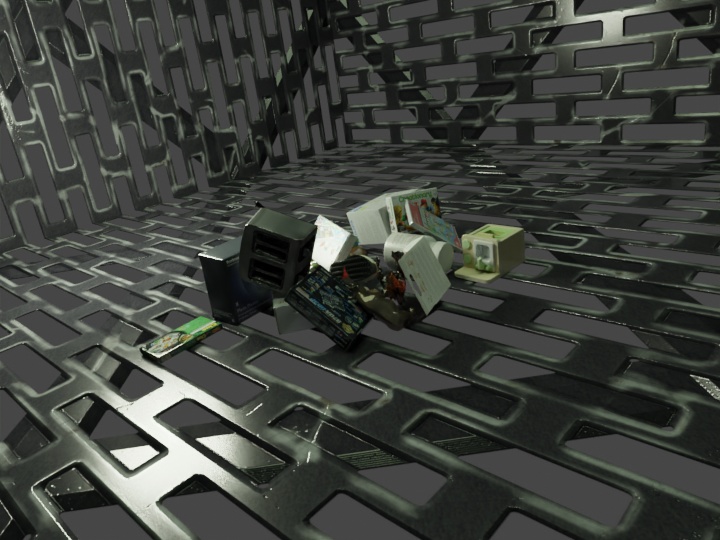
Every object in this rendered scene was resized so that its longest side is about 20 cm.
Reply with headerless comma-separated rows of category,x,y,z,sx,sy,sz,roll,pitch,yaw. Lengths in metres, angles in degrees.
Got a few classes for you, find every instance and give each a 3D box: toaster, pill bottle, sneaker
toaster,-0.224,-0.056,1.521,0.197,0.183,0.119,19,30,6
pill bottle,0.178,-0.051,1.757,0.198,0.116,0.114,10,27,39
sneaker,0.000,0.000,1.535,0.092,0.072,0.198,2,-8,-36

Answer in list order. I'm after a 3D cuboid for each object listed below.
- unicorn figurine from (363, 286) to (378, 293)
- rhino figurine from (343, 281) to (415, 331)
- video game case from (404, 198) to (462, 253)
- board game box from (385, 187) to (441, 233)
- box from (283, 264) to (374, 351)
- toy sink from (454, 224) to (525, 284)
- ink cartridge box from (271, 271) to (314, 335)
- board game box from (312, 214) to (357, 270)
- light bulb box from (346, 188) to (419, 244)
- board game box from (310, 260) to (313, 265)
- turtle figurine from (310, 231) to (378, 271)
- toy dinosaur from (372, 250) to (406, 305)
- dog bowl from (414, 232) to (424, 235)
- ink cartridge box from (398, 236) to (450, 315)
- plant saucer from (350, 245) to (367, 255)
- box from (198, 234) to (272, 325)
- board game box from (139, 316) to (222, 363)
unicorn figurine,-0.042,0.068,1.619,0.196,0.075,0.137,10,14,8
rhino figurine,0.041,0.082,1.447,0.198,0.060,0.087,33,28,5
video game case,0.229,-0.140,1.818,0.198,0.018,0.144,27,30,-21
board game box,0.179,-0.194,1.898,0.197,0.129,0.034,-16,8,-33
box,-0.070,0.089,1.438,0.199,0.046,0.159,38,33,6
toy sink,0.378,-0.057,1.697,0.198,0.114,0.129,-26,26,-38
ink cartridge box,-0.166,0.085,1.584,0.143,0.089,0.200,-12,20,-7
board game box,-0.098,-0.079,1.725,0.034,0.128,0.199,26,5,-37
light bulb box,0.094,-0.184,1.991,0.197,0.127,0.199,-29,16,-30
board game box,-0.195,-0.050,1.935,0.101,0.048,0.200,6,37,44
turtle figurine,-0.062,-0.012,1.813,0.192,0.200,0.146,-25,45,20
toy dinosaur,0.091,0.024,1.533,0.100,0.138,0.200,-14,-11,-16
dog bowl,0.235,-0.106,1.956,0.196,0.060,0.201,-8,21,3
ink cartridge box,0.158,0.016,1.529,0.050,0.163,0.200,-24,9,36
plant saucer,-0.074,-0.058,1.988,0.196,0.037,0.201,-8,20,3
box,-0.338,0.019,1.664,0.122,0.202,0.199,9,27,39
board game box,-0.480,0.183,1.548,0.104,0.024,0.199,8,27,42
